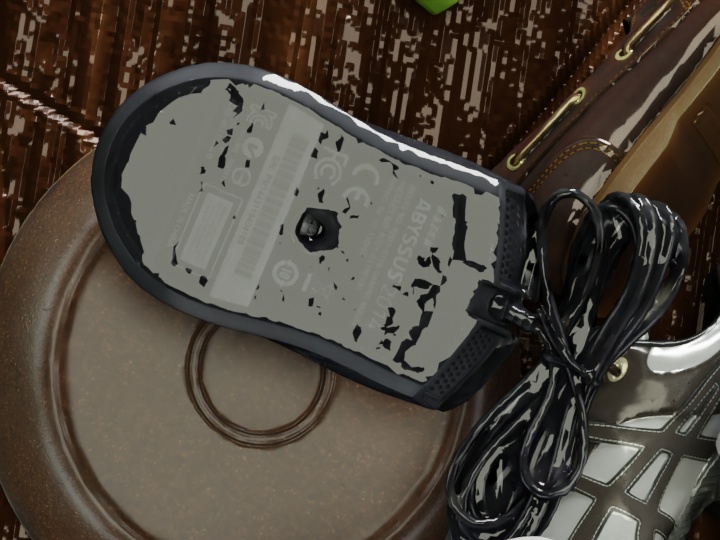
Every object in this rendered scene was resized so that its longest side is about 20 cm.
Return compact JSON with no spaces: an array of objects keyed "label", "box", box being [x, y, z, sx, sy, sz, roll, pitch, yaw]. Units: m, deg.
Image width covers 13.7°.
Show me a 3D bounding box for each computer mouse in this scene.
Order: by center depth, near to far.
[{"label":"computer mouse","box":[0.000,0.000,1.037,0.199,0.053,0.139,28,91,2]}]

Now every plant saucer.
[{"label":"plant saucer","box":[-0.037,0.037,1.078,0.199,0.034,0.202,1,86,-7]}]

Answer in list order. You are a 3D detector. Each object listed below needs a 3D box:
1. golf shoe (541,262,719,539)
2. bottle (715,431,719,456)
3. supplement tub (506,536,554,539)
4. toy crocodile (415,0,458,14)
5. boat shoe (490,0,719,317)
[{"label":"golf shoe","box":[0.087,0.074,1.075,0.199,0.078,0.095,-34,85,-18]},{"label":"bottle","box":[0.184,-0.015,1.047,0.065,0.083,0.201,39,66,-29]},{"label":"supplement tub","box":[-0.012,0.166,0.977,0.199,0.132,0.133,-14,87,27]},{"label":"toy crocodile","box":[0.069,-0.185,1.101,0.067,0.062,0.201,26,78,-5]},{"label":"boat shoe","box":[0.119,-0.075,1.091,0.200,0.071,0.070,-45,52,-15]}]
